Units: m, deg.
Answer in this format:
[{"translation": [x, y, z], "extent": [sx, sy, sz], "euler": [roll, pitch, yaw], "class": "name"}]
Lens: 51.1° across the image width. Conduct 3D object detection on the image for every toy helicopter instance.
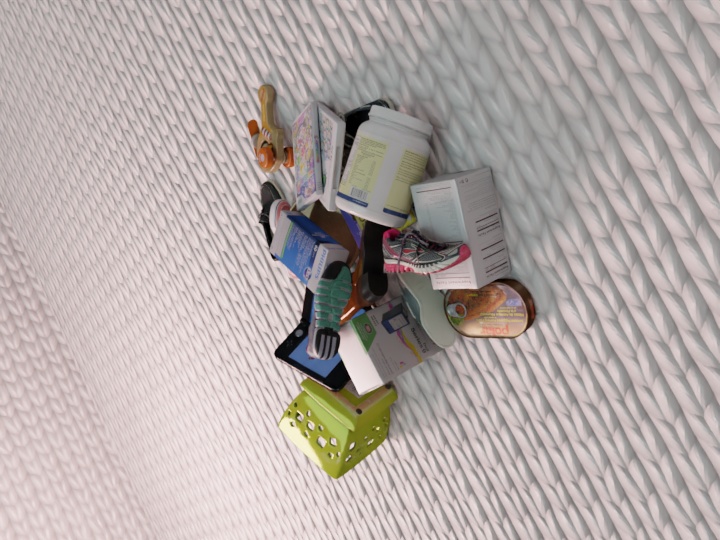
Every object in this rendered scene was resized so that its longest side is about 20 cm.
[{"translation": [-0.218, -0.328, 1.751], "extent": [0.132, 0.078, 0.202], "euler": [6, 101, 55], "class": "toy helicopter"}]

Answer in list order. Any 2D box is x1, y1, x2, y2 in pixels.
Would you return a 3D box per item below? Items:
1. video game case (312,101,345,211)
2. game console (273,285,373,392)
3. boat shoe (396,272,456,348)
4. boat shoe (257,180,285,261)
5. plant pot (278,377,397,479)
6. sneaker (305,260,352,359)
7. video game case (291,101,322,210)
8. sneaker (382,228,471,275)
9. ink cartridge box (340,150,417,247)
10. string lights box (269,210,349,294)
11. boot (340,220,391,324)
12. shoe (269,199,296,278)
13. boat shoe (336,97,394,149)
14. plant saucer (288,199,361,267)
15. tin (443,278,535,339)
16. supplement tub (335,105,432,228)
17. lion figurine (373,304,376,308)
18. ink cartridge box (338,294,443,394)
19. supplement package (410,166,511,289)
[{"translation": [-0.077, -0.243, 1.579], "extent": [0.200, 0.024, 0.183], "euler": [-127, 39, -60], "class": "video game case"}, {"translation": [-0.084, 0.141, 1.667], "extent": [0.199, 0.172, 0.119], "euler": [24, 147, 32], "class": "game console"}, {"translation": [0.133, 0.070, 1.550], "extent": [0.201, 0.072, 0.062], "euler": [60, 163, 7], "class": "boat shoe"}, {"translation": [-0.216, -0.117, 1.829], "extent": [0.074, 0.066, 0.201], "euler": [2, 108, 48], "class": "boat shoe"}, {"translation": [-0.043, 0.320, 1.737], "extent": [0.200, 0.199, 0.182], "euler": [37, 128, 22], "class": "plant pot"}, {"translation": [-0.074, 0.079, 1.500], "extent": [0.087, 0.074, 0.202], "euler": [-20, 54, 60], "class": "sneaker"}, {"translation": [-0.116, -0.243, 1.624], "extent": [0.143, 0.018, 0.202], "euler": [157, 110, -67], "class": "video game case"}, {"translation": [0.108, -0.035, 1.340], "extent": [0.199, 0.080, 0.075], "euler": [1, 106, 47], "class": "sneaker"}, {"translation": [0.016, -0.154, 1.563], "extent": [0.199, 0.047, 0.199], "euler": [-31, 85, 38], "class": "ink cartridge box"}, {"translation": [-0.114, -0.041, 1.621], "extent": [0.200, 0.059, 0.103], "euler": [40, 118, 43], "class": "string lights box"}, {"translation": [0.000, 0.000, 1.555], "extent": [0.200, 0.068, 0.190], "euler": [141, 128, -59], "class": "boot"}, {"translation": [-0.149, -0.071, 1.780], "extent": [0.091, 0.071, 0.202], "euler": [8, 118, 43], "class": "shoe"}, {"translation": [-0.012, -0.292, 1.536], "extent": [0.199, 0.062, 0.075], "euler": [-11, 99, 49], "class": "boat shoe"}, {"translation": [-0.082, -0.080, 1.689], "extent": [0.199, 0.029, 0.202], "euler": [6, 102, 28], "class": "plant saucer"}, {"translation": [0.245, 0.073, 1.442], "extent": [0.199, 0.042, 0.113], "euler": [-3, 101, 48], "class": "tin"}, {"translation": [0.047, -0.194, 1.417], "extent": [0.144, 0.145, 0.201], "euler": [25, 100, 38], "class": "supplement tub"}, {"translation": [-0.025, 0.077, 1.721], "extent": [0.199, 0.072, 0.123], "euler": [-24, 76, 35], "class": "lion figurine"}, {"translation": [0.056, 0.145, 1.554], "extent": [0.087, 0.199, 0.146], "euler": [-34, 81, 45], "class": "ink cartridge box"}, {"translation": [0.185, -0.076, 1.384], "extent": [0.113, 0.109, 0.202], "euler": [-2, 106, 47], "class": "supplement package"}]
